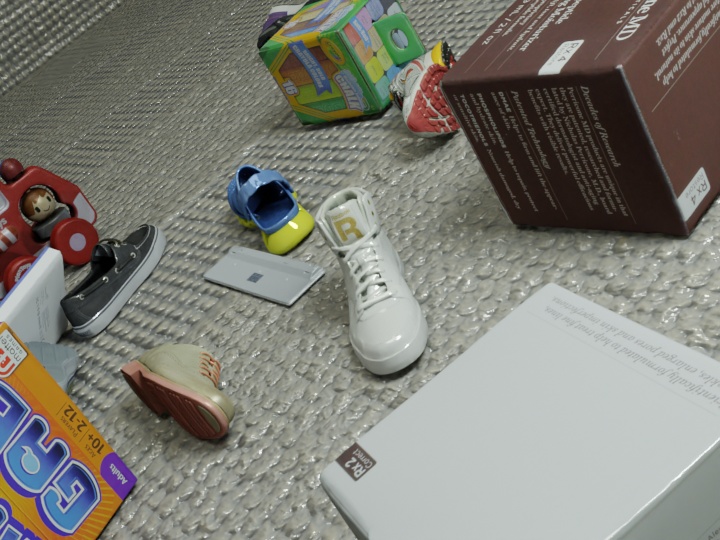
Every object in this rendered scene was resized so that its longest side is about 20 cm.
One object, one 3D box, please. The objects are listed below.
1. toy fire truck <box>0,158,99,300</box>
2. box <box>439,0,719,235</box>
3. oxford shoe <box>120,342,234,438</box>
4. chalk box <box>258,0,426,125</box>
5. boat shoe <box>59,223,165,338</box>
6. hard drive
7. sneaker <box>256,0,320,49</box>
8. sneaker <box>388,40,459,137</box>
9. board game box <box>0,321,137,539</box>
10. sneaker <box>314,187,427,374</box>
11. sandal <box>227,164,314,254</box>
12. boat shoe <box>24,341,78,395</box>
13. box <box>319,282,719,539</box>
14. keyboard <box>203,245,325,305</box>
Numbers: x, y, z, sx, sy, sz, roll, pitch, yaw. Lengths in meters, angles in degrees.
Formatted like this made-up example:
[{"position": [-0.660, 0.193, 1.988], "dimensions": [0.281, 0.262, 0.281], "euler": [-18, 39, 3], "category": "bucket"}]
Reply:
[{"position": [-0.470, -0.059, 1.519], "dimensions": [0.200, 0.169, 0.112], "euler": [-45, 30, -23], "category": "toy fire truck"}, {"position": [0.212, -0.148, 0.948], "dimensions": [0.199, 0.165, 0.166], "euler": [5, 45, 50], "category": "box"}, {"position": [-0.163, 0.102, 1.040], "dimensions": [0.074, 0.071, 0.199], "euler": [-40, 28, -21], "category": "oxford shoe"}, {"position": [-0.007, -0.283, 1.432], "dimensions": [0.199, 0.125, 0.124], "euler": [-3, 38, 46], "category": "chalk box"}, {"position": [-0.312, -0.004, 1.373], "dimensions": [0.069, 0.067, 0.201], "euler": [-11, 35, 36], "category": "boat shoe"}, {"position": [-0.399, 0.086, 1.264], "dimensions": [0.025, 0.133, 0.201], "euler": [17, 43, 8], "category": "hard drive"}, {"position": [-0.094, -0.387, 1.791], "dimensions": [0.199, 0.076, 0.088], "euler": [0, 55, 52], "category": "sneaker"}, {"position": [0.074, -0.200, 1.293], "dimensions": [0.082, 0.078, 0.200], "euler": [-26, 18, 21], "category": "sneaker"}, {"position": [-0.365, 0.190, 0.961], "dimensions": [0.199, 0.201, 0.200], "euler": [-7, 36, 41], "category": "board game box"}, {"position": [0.000, 0.000, 0.986], "dimensions": [0.073, 0.116, 0.201], "euler": [-27, 29, 6], "category": "sneaker"}, {"position": [-0.116, -0.091, 1.291], "dimensions": [0.079, 0.087, 0.200], "euler": [-39, 26, -9], "category": "sandal"}, {"position": [-0.350, 0.125, 1.203], "dimensions": [0.071, 0.063, 0.200], "euler": [10, 8, -12], "category": "boat shoe"}, {"position": [0.115, 0.138, 0.619], "dimensions": [0.199, 0.131, 0.199], "euler": [-38, 28, -11], "category": "box"}, {"position": [-0.110, 0.004, 1.213], "dimensions": [0.056, 0.011, 0.199], "euler": [-49, 30, -18], "category": "keyboard"}]
